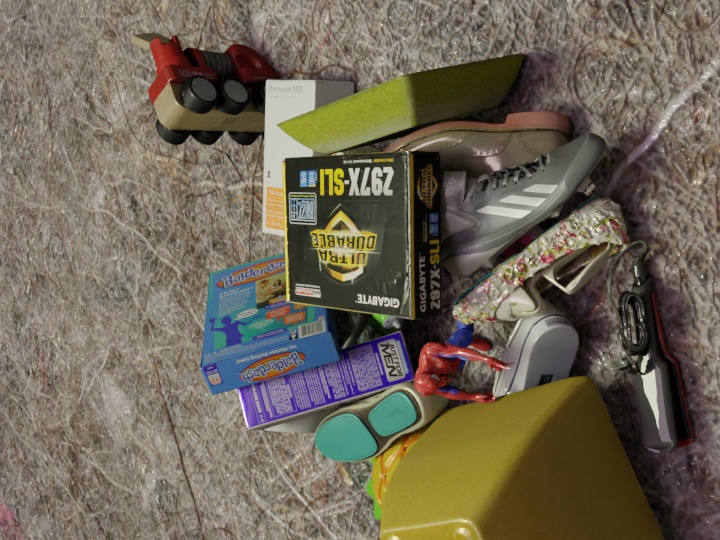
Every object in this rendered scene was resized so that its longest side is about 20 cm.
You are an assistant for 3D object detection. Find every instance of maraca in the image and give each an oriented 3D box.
[{"bbox_3d":[0.061,0.242,1.093,0.200,0.107,0.138,-13,67,60],"label":"maraca"}]

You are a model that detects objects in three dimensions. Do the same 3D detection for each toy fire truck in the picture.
[{"bbox_3d":[-0.219,-0.271,1.268,0.129,0.176,0.201,-38,68,43],"label":"toy fire truck"}]

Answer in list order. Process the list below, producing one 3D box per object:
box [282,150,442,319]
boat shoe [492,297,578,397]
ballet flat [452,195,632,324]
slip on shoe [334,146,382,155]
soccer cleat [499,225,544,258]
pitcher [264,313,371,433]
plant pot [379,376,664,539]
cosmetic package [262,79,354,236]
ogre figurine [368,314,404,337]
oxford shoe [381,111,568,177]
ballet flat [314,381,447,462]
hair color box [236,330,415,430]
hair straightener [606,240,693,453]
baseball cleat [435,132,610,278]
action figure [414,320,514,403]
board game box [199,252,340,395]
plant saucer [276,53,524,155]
[{"bbox_3d":[-0.002,-0.039,0.953,0.200,0.049,0.160,6,97,49],"label":"box"},{"bbox_3d":[0.176,0.121,0.990,0.065,0.073,0.201,-112,35,-54],"label":"boat shoe"},{"bbox_3d":[0.179,0.005,0.920,0.200,0.076,0.064,-39,60,18],"label":"ballet flat"},{"bbox_3d":[0.030,-0.085,1.109,0.200,0.074,0.061,46,129,26],"label":"slip on shoe"},{"bbox_3d":[0.129,-0.079,1.005,0.200,0.070,0.086,28,75,24],"label":"soccer cleat"},{"bbox_3d":[-0.063,0.109,1.207,0.171,0.121,0.201,0,83,35],"label":"pitcher"},{"bbox_3d":[0.132,0.242,0.877,0.195,0.200,0.195,-23,92,43],"label":"plant pot"},{"bbox_3d":[-0.068,-0.143,1.202,0.101,0.071,0.201,11,103,45],"label":"cosmetic package"},{"bbox_3d":[0.000,0.000,1.085,0.120,0.098,0.201,-152,51,-74],"label":"ogre figurine"},{"bbox_3d":[0.115,-0.111,0.956,0.199,0.071,0.074,-8,75,19],"label":"oxford shoe"},{"bbox_3d":[0.025,0.169,1.061,0.200,0.069,0.070,-30,73,47],"label":"ballet flat"},{"bbox_3d":[-0.038,0.132,1.100,0.109,0.199,0.065,77,177,-80],"label":"hair color box"},{"bbox_3d":[0.268,0.072,0.871,0.041,0.077,0.201,-7,89,43],"label":"hair straightener"},{"bbox_3d":[0.138,-0.077,0.898,0.106,0.070,0.200,42,111,-11],"label":"baseball cleat"},{"bbox_3d":[0.120,0.093,0.956,0.099,0.200,0.066,19,111,22],"label":"action figure"},{"bbox_3d":[-0.107,0.052,1.105,0.200,0.151,0.045,-98,-8,-58],"label":"board game box"},{"bbox_3d":[0.048,-0.170,0.989,0.199,0.200,0.048,-10,98,47],"label":"plant saucer"}]
